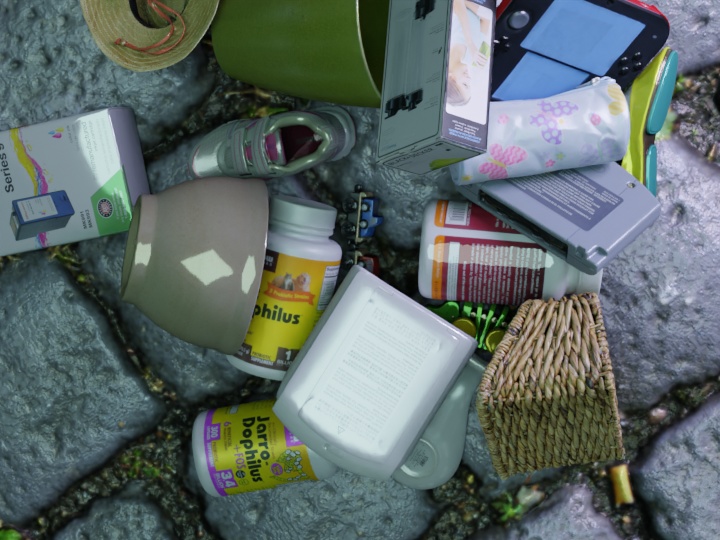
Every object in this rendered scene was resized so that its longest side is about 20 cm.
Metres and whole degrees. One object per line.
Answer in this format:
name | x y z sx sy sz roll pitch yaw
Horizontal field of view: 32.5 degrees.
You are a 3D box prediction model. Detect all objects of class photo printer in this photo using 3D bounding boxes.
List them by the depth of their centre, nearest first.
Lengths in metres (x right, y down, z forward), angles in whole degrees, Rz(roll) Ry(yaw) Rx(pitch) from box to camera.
photo printer | 0.011 0.120 1.365 0.166 0.069 0.200 31 88 0

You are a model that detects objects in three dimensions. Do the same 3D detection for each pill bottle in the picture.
pill bottle | 0.168 -0.017 1.381 0.199 0.113 0.113 5 98 7
pill bottle | -0.085 0.019 1.422 0.109 0.109 0.201 13 99 6
pill bottle | -0.089 0.200 1.450 0.199 0.104 0.105 -11 96 9

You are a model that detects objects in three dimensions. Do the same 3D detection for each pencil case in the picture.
pencil case | 0.186 -0.147 1.312 0.199 0.083 0.091 -11 126 -5

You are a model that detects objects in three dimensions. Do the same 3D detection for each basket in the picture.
basket | 0.201 0.119 1.353 0.149 0.200 0.143 -11 55 10

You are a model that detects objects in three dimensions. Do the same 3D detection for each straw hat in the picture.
straw hat | -0.219 -0.316 1.403 0.200 0.085 0.202 -2 85 23

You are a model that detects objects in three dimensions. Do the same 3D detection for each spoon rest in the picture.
spoon rest | 0.096 0.176 1.453 0.099 0.061 0.200 35 114 3

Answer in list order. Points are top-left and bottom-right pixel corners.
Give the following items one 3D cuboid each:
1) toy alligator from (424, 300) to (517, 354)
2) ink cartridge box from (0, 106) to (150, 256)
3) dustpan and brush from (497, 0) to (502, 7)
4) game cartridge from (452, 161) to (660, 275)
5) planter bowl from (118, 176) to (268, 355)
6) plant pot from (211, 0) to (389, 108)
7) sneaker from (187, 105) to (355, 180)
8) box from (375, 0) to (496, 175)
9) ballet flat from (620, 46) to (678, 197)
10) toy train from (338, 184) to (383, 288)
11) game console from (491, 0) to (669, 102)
toy alligator | 0.116 0.051 1.424 0.199 0.059 0.054 18 100 5
ink cartridge box | -0.360 -0.103 1.455 0.199 0.088 0.146 -10 97 11
dustpan and brush | 0.125 -0.331 1.327 0.199 0.057 0.140 9 60 -1
game cartridge | 0.217 -0.085 1.341 0.200 0.133 0.042 36 145 29
planter bowl | -0.191 -0.015 1.368 0.134 0.200 0.201 10 100 -17
plant pot | -0.055 -0.265 1.361 0.199 0.187 0.188 -1 98 24
sneaker | -0.108 -0.143 1.414 0.199 0.088 0.082 -16 95 10
box | 0.078 -0.207 1.259 0.060 0.117 0.201 14 73 -31
ballet flat | 0.304 -0.150 1.374 0.067 0.067 0.201 11 101 26
toy train | 0.000 0.000 1.443 0.046 0.034 0.201 6 99 18
game console | 0.211 -0.227 1.304 0.200 0.031 0.177 13 129 -31
